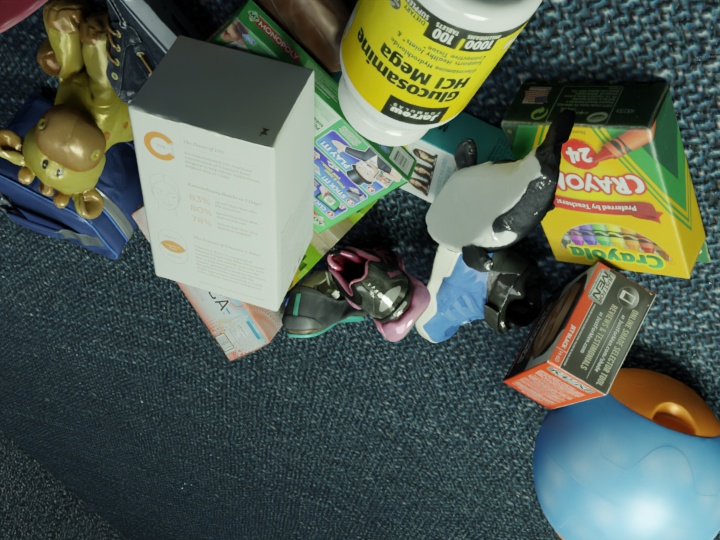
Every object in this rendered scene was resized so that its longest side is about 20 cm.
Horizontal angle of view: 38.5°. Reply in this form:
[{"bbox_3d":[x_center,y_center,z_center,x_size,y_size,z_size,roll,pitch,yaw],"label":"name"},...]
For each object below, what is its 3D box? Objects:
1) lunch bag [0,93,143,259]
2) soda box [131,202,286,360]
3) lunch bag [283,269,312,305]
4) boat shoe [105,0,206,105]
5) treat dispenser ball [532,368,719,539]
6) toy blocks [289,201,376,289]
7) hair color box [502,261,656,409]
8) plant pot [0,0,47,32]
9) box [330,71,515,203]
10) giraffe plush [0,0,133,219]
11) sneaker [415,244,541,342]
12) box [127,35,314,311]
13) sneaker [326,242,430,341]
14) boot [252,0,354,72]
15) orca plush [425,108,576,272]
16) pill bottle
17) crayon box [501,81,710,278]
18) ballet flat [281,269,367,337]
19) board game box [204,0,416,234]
[{"bbox_3d":[-0.358,-0.107,1.240,0.198,0.133,0.136,23,159,16],"label":"lunch bag"},{"bbox_3d":[-0.162,-0.005,1.141,0.063,0.069,0.201,-24,106,29],"label":"soda box"},{"bbox_3d":[-0.156,-0.020,1.253,0.198,0.083,0.161,32,155,1],"label":"lunch bag"},{"bbox_3d":[-0.210,-0.216,0.945,0.090,0.072,0.201,-24,136,15],"label":"boat shoe"},{"bbox_3d":[0.274,0.201,1.042,0.199,0.202,0.202,24,152,14],"label":"treat dispenser ball"},{"bbox_3d":[-0.079,-0.073,1.090,0.137,0.100,0.200,46,154,-3],"label":"toy blocks"},{"bbox_3d":[0.197,0.066,0.957,0.061,0.102,0.200,30,168,2],"label":"hair color box"},{"bbox_3d":[-0.339,-0.317,0.855,0.180,0.200,0.200,50,151,-2],"label":"plant pot"},{"bbox_3d":[0.059,-0.109,0.919,0.198,0.049,0.083,27,151,9],"label":"box"},{"bbox_3d":[-0.292,-0.156,1.073,0.171,0.163,0.201,25,152,10],"label":"giraffe plush"},{"bbox_3d":[0.125,0.037,1.058,0.111,0.077,0.201,34,147,16],"label":"sneaker"},{"bbox_3d":[-0.111,-0.078,0.877,0.123,0.098,0.201,16,141,9],"label":"box"},{"bbox_3d":[0.000,0.000,1.073,0.095,0.079,0.200,36,180,-23],"label":"sneaker"},{"bbox_3d":[-0.098,-0.236,0.869,0.185,0.065,0.200,4,146,45],"label":"boot"},{"bbox_3d":[0.126,-0.066,0.829,0.070,0.107,0.200,-6,154,-25],"label":"orca plush"},{"bbox_3d":[0.049,-0.175,0.753,0.112,0.113,0.200,32,153,-2],"label":"pill bottle"},{"bbox_3d":[0.207,-0.062,0.845,0.126,0.051,0.201,8,145,37],"label":"crayon box"},{"bbox_3d":[-0.037,0.034,1.202,0.072,0.074,0.200,23,-171,15],"label":"ballet flat"},{"bbox_3d":[-0.064,-0.127,0.902,0.200,0.029,0.134,42,141,-20],"label":"board game box"}]
